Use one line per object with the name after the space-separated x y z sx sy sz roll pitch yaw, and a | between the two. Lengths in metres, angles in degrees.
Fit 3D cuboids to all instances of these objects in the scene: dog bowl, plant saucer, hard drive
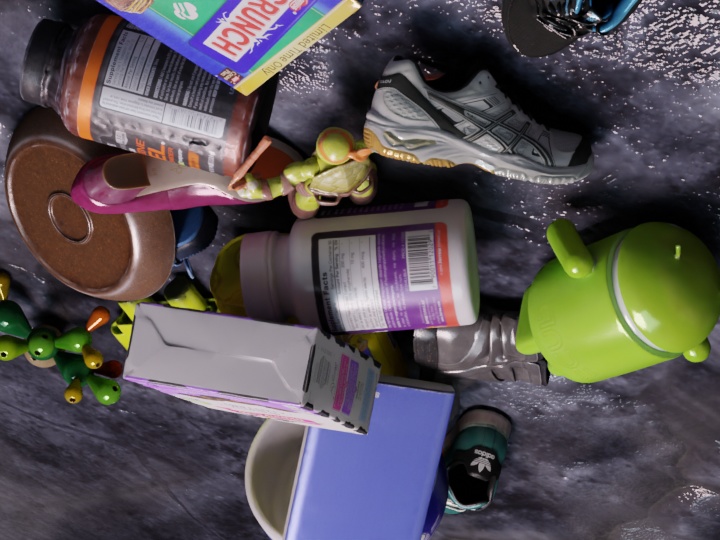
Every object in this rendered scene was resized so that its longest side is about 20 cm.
-0.013 0.213 1.985 0.200 0.200 0.079 3 148 21 | dog bowl
-0.255 -0.053 1.767 0.200 0.034 0.201 22 131 27 | plant saucer
0.005 0.197 1.858 0.132 0.025 0.200 9 106 -11 | hard drive

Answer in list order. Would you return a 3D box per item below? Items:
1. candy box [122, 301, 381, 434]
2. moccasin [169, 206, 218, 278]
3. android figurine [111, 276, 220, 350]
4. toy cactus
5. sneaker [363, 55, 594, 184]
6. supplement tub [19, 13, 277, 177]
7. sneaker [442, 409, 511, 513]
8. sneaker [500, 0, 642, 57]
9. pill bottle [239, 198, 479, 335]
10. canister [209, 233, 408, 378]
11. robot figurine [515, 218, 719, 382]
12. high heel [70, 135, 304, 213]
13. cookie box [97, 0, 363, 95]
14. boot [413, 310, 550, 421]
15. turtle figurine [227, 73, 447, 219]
-0.091 0.088 1.721 0.167 0.072 0.200 7 171 19 | candy box
-0.190 -0.033 1.828 0.068 0.081 0.200 34 159 -33 | moccasin
-0.166 0.077 2.001 0.182 0.041 0.200 -5 141 31 | android figurine
-0.330 0.068 2.028 0.200 0.102 0.165 27 172 -4 | toy cactus
0.103 -0.121 1.540 0.200 0.088 0.076 8 -171 -25 | sneaker
-0.175 -0.149 1.601 0.200 0.107 0.107 15 148 4 | supplement tub
0.105 0.223 2.053 0.071 0.080 0.200 18 148 0 | sneaker
0.154 -0.201 1.387 0.073 0.082 0.200 24 149 -14 | sneaker
0.000 0.000 1.701 0.200 0.112 0.111 -4 144 9 | pill bottle
-0.045 0.056 1.869 0.148 0.087 0.200 2 146 19 | canister
0.225 0.028 1.668 0.175 0.116 0.200 34 144 -27 | robot figurine
-0.151 -0.083 1.693 0.200 0.068 0.096 0 171 -28 | high heel
-0.113 -0.240 1.460 0.200 0.075 0.171 31 144 -22 | cookie box
0.122 0.098 1.876 0.131 0.070 0.200 6 151 8 | boot
-0.012 -0.090 1.607 0.064 0.200 0.161 59 173 10 | turtle figurine
